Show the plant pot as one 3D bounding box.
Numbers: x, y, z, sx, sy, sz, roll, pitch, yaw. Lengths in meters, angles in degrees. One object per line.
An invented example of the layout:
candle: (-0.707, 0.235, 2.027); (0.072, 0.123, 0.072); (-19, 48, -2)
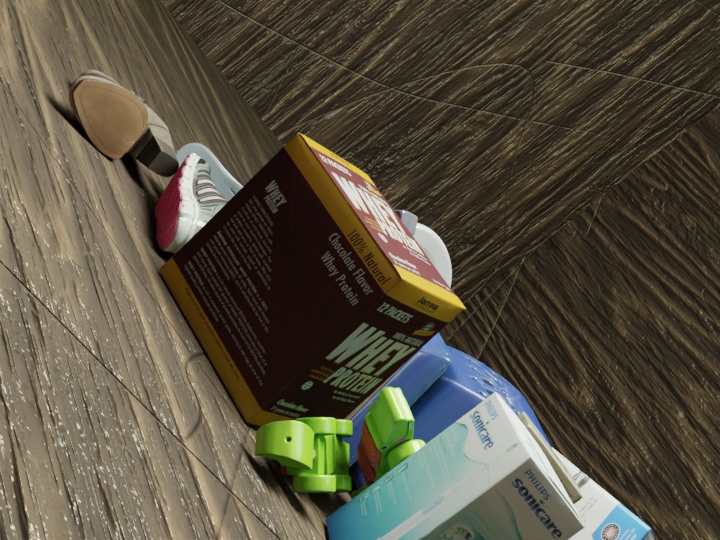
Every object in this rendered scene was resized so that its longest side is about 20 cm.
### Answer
plant pot: (0.068, 0.175, 1.407); (0.180, 0.200, 0.200); (44, 6, -12)

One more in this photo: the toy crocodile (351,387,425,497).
toy crocodile: (0.024, 0.176, 1.232); (0.200, 0.061, 0.068); (95, -25, -59)

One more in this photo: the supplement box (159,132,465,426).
supplement box: (-0.048, 0.019, 1.233); (0.133, 0.200, 0.198); (25, 26, -56)

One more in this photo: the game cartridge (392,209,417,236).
game cartridge: (-0.032, -0.002, 1.347); (0.199, 0.131, 0.038); (4, -15, 45)

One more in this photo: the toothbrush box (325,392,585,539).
toothbrush box: (0.075, 0.217, 1.102); (0.085, 0.200, 0.146); (50, 4, -16)

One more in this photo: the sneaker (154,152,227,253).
sneaker: (-0.171, -0.061, 1.393); (0.087, 0.074, 0.200); (29, 18, -19)

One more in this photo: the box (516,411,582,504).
box: (0.112, 0.240, 1.274); (0.095, 0.200, 0.078); (51, 5, -1)

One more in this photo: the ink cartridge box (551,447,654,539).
ink cartridge box: (0.210, 0.294, 1.448); (0.200, 0.146, 0.084); (39, -8, 32)

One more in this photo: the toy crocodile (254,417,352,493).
toy crocodile: (-0.044, 0.169, 1.171); (0.200, 0.061, 0.068); (42, 47, -75)

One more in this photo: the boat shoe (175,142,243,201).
boat shoe: (-0.150, -0.065, 1.489); (0.201, 0.073, 0.067); (59, -5, 30)

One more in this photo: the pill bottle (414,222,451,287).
pill bottle: (0.000, 0.000, 1.446); (0.120, 0.120, 0.199); (50, -22, -26)

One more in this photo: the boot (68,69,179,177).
boot: (-0.283, -0.184, 1.441); (0.146, 0.070, 0.200); (48, 0, 40)
